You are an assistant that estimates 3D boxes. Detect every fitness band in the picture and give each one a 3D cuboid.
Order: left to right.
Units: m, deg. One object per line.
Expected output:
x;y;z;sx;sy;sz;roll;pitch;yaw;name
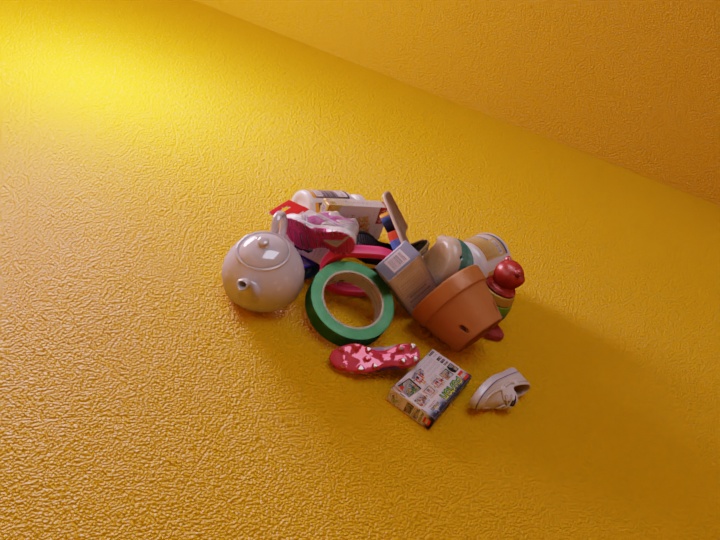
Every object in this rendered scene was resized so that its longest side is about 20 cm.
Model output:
0.000;0.000;1.579;0.200;0.144;0.037;2;42;-13;fitness band

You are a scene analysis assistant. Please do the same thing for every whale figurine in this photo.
0.218;-0.012;1.708;0.104;0.200;0.159;15;73;-22;whale figurine

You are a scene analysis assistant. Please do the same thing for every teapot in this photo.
-0.211;-0.019;1.439;0.197;0.146;0.200;-19;50;-25;teapot

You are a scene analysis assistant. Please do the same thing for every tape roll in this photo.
-0.024;0.076;1.480;0.200;0.048;0.201;12;55;-18;tape roll

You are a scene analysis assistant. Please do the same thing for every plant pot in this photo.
0.241;0.102;1.563;0.200;0.200;0.140;-18;67;-47;plant pot

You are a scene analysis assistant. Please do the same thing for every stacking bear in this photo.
0.346;0.060;1.658;0.114;0.200;0.122;13;32;-21;stacking bear

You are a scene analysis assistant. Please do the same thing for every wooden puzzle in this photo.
0.100;-0.075;1.668;0.046;0.185;0.200;-21;56;11;wooden puzzle

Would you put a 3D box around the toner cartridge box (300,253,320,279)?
-0.151;-0.022;1.623;0.200;0.043;0.095;-15;48;-46;toner cartridge box

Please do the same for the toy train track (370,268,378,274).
0.060;0.014;1.697;0.115;0.033;0.200;30;17;38;toy train track

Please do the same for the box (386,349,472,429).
0.151;0.250;1.406;0.110;0.035;0.200;34;33;18;box

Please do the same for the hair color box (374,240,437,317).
0.117;0.024;1.567;0.061;0.099;0.200;47;-4;36;hair color box

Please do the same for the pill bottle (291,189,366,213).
-0.085;-0.165;1.816;0.200;0.117;0.116;-3;39;-37;pill bottle

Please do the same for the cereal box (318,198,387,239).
-0.027;-0.122;1.759;0.200;0.144;0.040;-1;38;-33;cereal box

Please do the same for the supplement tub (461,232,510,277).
0.312;-0.019;1.817;0.145;0.145;0.200;39;34;25;supplement tub

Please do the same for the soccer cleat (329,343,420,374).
0.030;0.192;1.405;0.200;0.076;0.067;-4;67;-12;soccer cleat

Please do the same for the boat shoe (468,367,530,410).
0.315;0.273;1.449;0.070;0.071;0.200;38;28;29;boat shoe

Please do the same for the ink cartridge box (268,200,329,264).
-0.129;-0.093;1.638;0.200;0.067;0.116;28;31;11;ink cartridge box

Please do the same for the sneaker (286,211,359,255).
-0.089;-0.097;1.537;0.200;0.081;0.088;15;42;19;sneaker

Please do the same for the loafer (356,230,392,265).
0.016;-0.043;1.642;0.200;0.071;0.073;23;57;-51;loafer

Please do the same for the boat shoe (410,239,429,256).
0.128;-0.046;1.798;0.073;0.063;0.201;30;24;31;boat shoe
